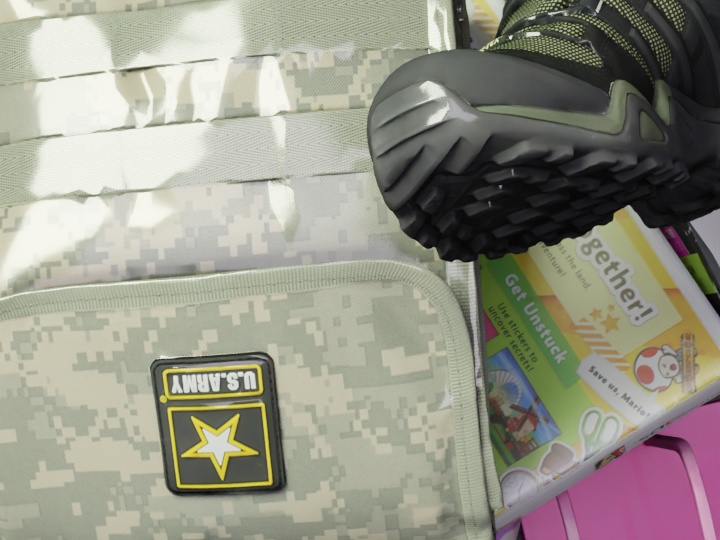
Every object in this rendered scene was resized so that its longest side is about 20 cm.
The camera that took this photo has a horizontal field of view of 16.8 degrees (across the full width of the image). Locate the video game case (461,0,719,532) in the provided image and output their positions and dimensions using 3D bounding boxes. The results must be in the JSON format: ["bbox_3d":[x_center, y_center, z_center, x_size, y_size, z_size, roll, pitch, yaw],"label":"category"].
[{"bbox_3d":[0.000,0.000,0.816,0.181,0.023,0.201,-31,69,-2],"label":"video game case"}]

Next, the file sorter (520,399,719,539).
[{"bbox_3d":[0.167,0.112,0.860,0.199,0.125,0.140,-13,88,-2],"label":"file sorter"}]

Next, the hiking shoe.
[{"bbox_3d":[0.060,-0.063,0.703,0.076,0.200,0.101,-28,77,35],"label":"hiking shoe"}]

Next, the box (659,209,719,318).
[{"bbox_3d":[0.179,-0.074,0.856,0.199,0.149,0.125,-27,88,-3],"label":"box"}]

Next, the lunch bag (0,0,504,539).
[{"bbox_3d":[-0.042,-0.001,0.752,0.163,0.118,0.201,-5,77,5],"label":"lunch bag"}]

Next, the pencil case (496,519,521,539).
[{"bbox_3d":[0.001,0.147,0.858,0.085,0.084,0.201,12,100,-8],"label":"pencil case"}]
